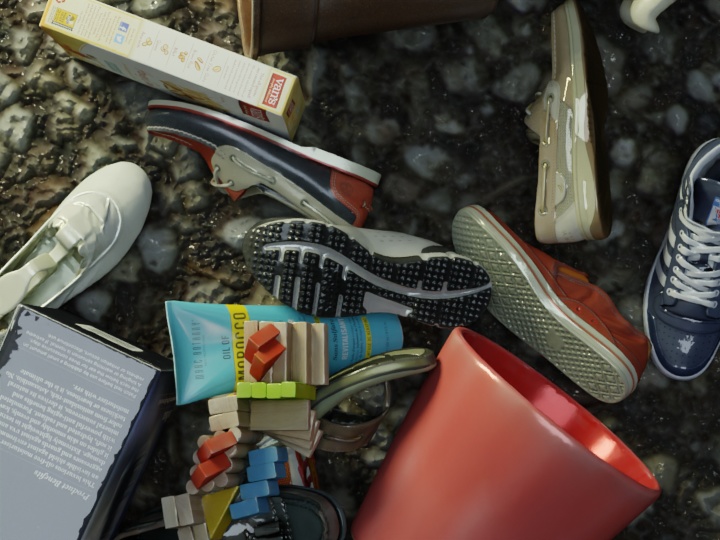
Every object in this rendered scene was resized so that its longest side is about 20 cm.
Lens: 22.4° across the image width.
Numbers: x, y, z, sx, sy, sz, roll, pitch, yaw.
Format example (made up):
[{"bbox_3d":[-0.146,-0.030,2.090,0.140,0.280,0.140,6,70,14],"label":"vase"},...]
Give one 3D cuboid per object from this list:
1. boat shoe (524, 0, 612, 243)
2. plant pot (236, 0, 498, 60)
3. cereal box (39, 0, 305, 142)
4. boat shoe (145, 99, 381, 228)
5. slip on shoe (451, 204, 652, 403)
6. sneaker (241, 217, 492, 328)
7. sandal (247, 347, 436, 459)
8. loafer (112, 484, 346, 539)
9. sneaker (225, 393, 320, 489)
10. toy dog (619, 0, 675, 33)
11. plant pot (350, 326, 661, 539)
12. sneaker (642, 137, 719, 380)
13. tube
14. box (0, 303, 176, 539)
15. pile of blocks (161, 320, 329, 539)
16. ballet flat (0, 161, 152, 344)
[{"bbox_3d":[0.162,-0.120,1.464,0.065,0.072,0.201,-7,78,21],"label":"boat shoe"},{"bbox_3d":[0.003,-0.267,1.420,0.198,0.200,0.201,-4,87,-6],"label":"plant pot"},{"bbox_3d":[-0.143,-0.160,1.433,0.199,0.144,0.040,22,87,3],"label":"cereal box"},{"bbox_3d":[-0.084,-0.083,1.467,0.199,0.071,0.063,21,90,-2],"label":"boat shoe"},{"bbox_3d":[0.152,0.020,1.463,0.200,0.074,0.061,43,53,9],"label":"slip on shoe"},{"bbox_3d":[0.000,0.000,1.436,0.199,0.080,0.074,14,102,-16],"label":"sneaker"},{"bbox_3d":[-0.025,0.118,1.391,0.201,0.080,0.057,-33,91,11],"label":"sandal"},{"bbox_3d":[-0.105,0.209,1.404,0.200,0.063,0.072,-11,88,34],"label":"loafer"},{"bbox_3d":[-0.068,0.191,1.457,0.077,0.073,0.201,-14,79,14],"label":"sneaker"},{"bbox_3d":[0.225,-0.277,1.425,0.199,0.140,0.194,-10,111,6],"label":"toy dog"},{"bbox_3d":[0.099,0.172,1.395,0.200,0.200,0.177,38,97,3],"label":"plant pot"},{"bbox_3d":[0.272,-0.013,1.435,0.070,0.109,0.201,13,87,2],"label":"sneaker"},{"bbox_3d":[-0.061,0.057,1.413,0.200,0.050,0.078,-3,80,-35],"label":"tube"},{"bbox_3d":[-0.231,0.141,1.389,0.123,0.200,0.199,25,88,2],"label":"box"},{"bbox_3d":[-0.082,0.125,1.330,0.082,0.062,0.200,23,91,19],"label":"pile of blocks"},{"bbox_3d":[-0.245,-0.009,1.464,0.200,0.069,0.069,-44,87,-2],"label":"ballet flat"}]
